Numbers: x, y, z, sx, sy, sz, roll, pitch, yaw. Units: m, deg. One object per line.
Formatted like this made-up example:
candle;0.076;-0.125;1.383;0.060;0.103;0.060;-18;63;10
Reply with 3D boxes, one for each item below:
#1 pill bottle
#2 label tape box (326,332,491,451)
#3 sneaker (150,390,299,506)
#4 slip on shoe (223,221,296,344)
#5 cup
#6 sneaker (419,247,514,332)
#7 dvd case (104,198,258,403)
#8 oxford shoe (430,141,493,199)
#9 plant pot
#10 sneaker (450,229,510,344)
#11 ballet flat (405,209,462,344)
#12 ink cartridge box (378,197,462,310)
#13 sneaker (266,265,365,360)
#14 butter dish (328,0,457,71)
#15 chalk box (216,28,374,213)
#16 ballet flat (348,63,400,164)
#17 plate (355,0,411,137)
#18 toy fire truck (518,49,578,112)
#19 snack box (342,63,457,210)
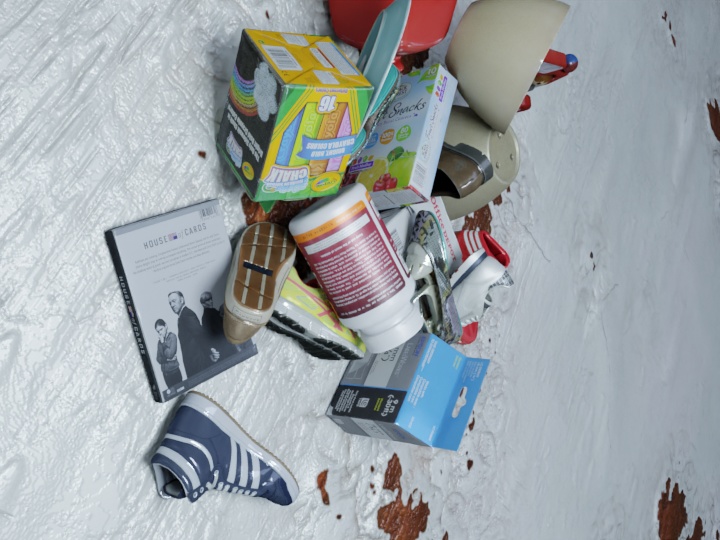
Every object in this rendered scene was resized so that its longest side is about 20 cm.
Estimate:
pill bottle;0.000;0.000;0.920;0.113;0.112;0.202;-40;106;-41
label tape box;0.065;0.162;0.996;0.063;0.198;0.146;48;55;-34
sneaker;-0.161;0.246;0.838;0.201;0.069;0.109;50;49;-25
slip on shoe;-0.125;0.011;0.871;0.075;0.061;0.201;19;33;-12
cup;0.181;-0.187;1.187;0.199;0.142;0.204;5;84;-47
sneaker;0.150;0.060;1.114;0.080;0.201;0.076;42;28;5
dvd case;-0.203;0.031;0.839;0.149;0.024;0.203;-24;105;-46
oxford shoe;0.097;-0.156;1.064;0.084;0.199;0.073;-42;128;-19
plant pot;0.204;-0.325;1.060;0.133;0.201;0.202;27;59;4
sneaker;0.197;0.029;1.212;0.078;0.114;0.204;-22;103;-46
ballet flat;0.096;0.018;1.019;0.072;0.071;0.204;-27;108;-45
ink cartridge box;0.057;-0.021;1.084;0.200;0.083;0.147;-42;118;-40
sneaker;-0.054;0.059;0.965;0.200;0.077;0.092;40;53;-41
butter dish;0.046;-0.365;1.046;0.199;0.198;0.150;-28;131;-45
chalk box;-0.089;-0.166;0.862;0.122;0.125;0.202;-9;139;-34
ballet flat;-0.008;-0.210;1.029;0.201;0.074;0.074;-51;126;-9
plate;0.012;-0.255;0.890;0.025;0.200;0.203;20;70;-11
toy fire truck;0.306;-0.366;1.315;0.198;0.166;0.114;-5;92;-47
snack box;0.056;-0.192;1.050;0.053;0.141;0.203;32;66;-40
